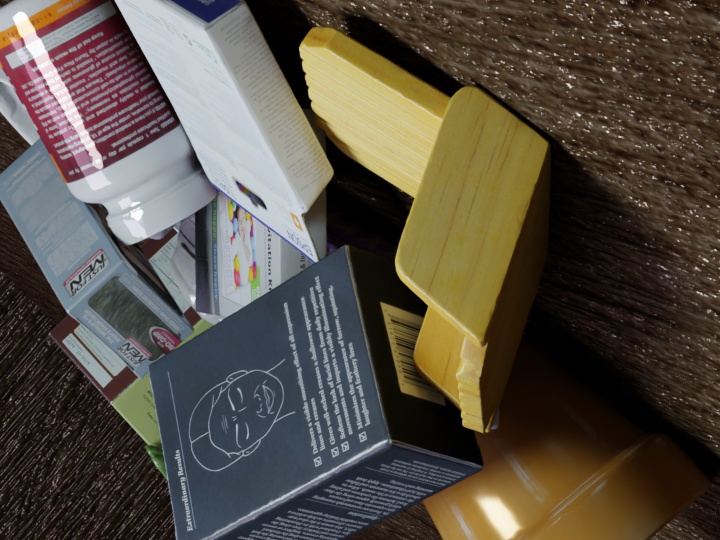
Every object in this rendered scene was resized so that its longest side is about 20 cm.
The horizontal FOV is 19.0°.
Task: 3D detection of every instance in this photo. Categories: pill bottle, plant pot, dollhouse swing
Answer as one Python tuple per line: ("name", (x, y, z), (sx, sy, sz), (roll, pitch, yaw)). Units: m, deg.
("pill bottle", (-0.191, -0.125, 1.615), (0.201, 0.113, 0.113), (62, 163, -10))
("plant pot", (0.125, 0.153, 1.586), (0.184, 0.200, 0.200), (50, 169, 10))
("dollhouse swing", (0.023, -0.024, 1.344), (0.175, 0.183, 0.200), (17, 164, 9))

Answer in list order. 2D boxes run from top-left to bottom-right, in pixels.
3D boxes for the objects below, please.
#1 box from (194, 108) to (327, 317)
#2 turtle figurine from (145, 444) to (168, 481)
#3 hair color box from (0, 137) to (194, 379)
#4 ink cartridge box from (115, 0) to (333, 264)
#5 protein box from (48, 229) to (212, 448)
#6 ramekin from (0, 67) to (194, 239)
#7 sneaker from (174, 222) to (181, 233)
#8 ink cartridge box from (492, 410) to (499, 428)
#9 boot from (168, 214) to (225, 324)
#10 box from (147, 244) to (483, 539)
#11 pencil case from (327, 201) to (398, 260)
("box", (-0.077, -0.041, 1.616), (0.041, 0.157, 0.200), (-1, -177, -23))
("turtle figurine", (-0.094, 0.139, 1.952), (0.144, 0.193, 0.200), (55, 174, -11))
("hair color box", (-0.213, -0.012, 1.696), (0.099, 0.061, 0.200), (47, -177, -41))
("ink cartridge box", (-0.092, -0.119, 1.486), (0.199, 0.040, 0.201), (37, 157, 55))
("protein box", (-0.149, 0.077, 2.063), (0.135, 0.200, 0.199), (41, 171, 44))
("ramekin", (-0.205, -0.130, 1.776), (0.200, 0.105, 0.200), (39, 168, 10))
("sneaker", (-0.194, -0.082, 1.901), (0.120, 0.084, 0.200), (11, -171, -36))
("ink cartridge box", (0.015, 0.060, 1.553), (0.199, 0.120, 0.042), (-10, 158, 40))
("boot", (-0.080, 0.020, 1.804), (0.200, 0.073, 0.096), (42, 129, 25))
("box", (-0.034, 0.100, 1.481), (0.107, 0.199, 0.149), (20, -131, -47))
("pencil case", (0.000, 0.000, 1.678), (0.199, 0.084, 0.086), (30, 143, 36))
